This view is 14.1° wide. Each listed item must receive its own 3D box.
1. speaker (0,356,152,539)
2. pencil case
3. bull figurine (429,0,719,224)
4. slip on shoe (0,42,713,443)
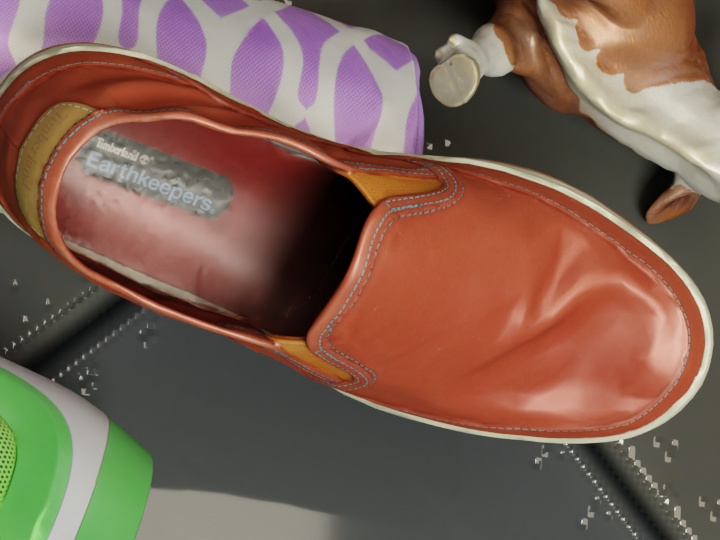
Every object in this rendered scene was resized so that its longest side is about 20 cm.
[{"bbox_3d":[-0.156,0.038,0.728,0.199,0.088,0.089,26,70,-12],"label":"speaker"},{"bbox_3d":[-0.079,-0.045,0.780,0.199,0.086,0.084,17,36,-15],"label":"pencil case"},{"bbox_3d":[0.057,-0.097,0.833,0.121,0.065,0.201,2,63,-60],"label":"bull figurine"},{"bbox_3d":[0.000,0.000,0.731,0.199,0.061,0.074,21,103,-18],"label":"slip on shoe"}]
